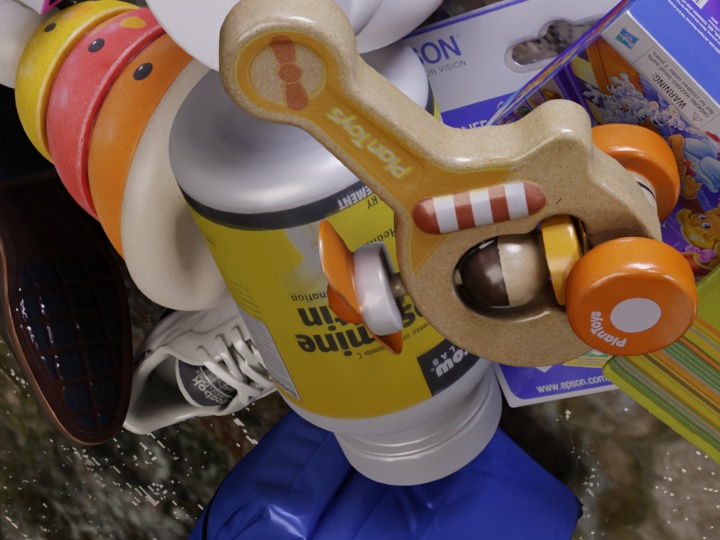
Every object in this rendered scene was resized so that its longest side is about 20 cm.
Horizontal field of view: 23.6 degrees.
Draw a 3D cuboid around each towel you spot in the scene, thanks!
[{"bbox_3d":[0.172,0.022,0.662,0.086,0.018,0.200,36,147,-1],"label":"towel"}]

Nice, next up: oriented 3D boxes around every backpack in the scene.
[{"bbox_3d":[-0.005,0.162,0.896,0.168,0.163,0.200,42,141,4],"label":"backpack"}]

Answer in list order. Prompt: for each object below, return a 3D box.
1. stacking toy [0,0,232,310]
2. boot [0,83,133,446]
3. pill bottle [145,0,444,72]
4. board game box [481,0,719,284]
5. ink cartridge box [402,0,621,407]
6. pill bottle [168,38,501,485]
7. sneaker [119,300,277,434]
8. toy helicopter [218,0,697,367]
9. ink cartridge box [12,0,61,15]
[{"bbox_3d":[-0.120,-0.082,0.836,0.199,0.146,0.147,28,129,27],"label":"stacking toy"},{"bbox_3d":[-0.183,0.010,0.922,0.097,0.074,0.201,-36,69,48],"label":"boot"},{"bbox_3d":[-0.003,-0.153,0.671,0.119,0.200,0.120,13,124,19],"label":"pill bottle"},{"bbox_3d":[0.151,-0.015,0.697,0.200,0.045,0.134,44,148,-4],"label":"board game box"},{"bbox_3d":[0.122,-0.043,0.774,0.197,0.043,0.201,-12,114,31],"label":"ink cartridge box"},{"bbox_3d":[0.000,0.000,0.754,0.111,0.112,0.201,1,136,26],"label":"pill bottle"},{"bbox_3d":[-0.041,0.032,0.880,0.199,0.081,0.077,-28,103,35],"label":"sneaker"},{"bbox_3d":[0.020,-0.027,0.619,0.132,0.079,0.200,-32,126,30],"label":"toy helicopter"},{"bbox_3d":[-0.104,-0.213,0.751,0.037,0.095,0.201,30,128,7],"label":"ink cartridge box"}]
